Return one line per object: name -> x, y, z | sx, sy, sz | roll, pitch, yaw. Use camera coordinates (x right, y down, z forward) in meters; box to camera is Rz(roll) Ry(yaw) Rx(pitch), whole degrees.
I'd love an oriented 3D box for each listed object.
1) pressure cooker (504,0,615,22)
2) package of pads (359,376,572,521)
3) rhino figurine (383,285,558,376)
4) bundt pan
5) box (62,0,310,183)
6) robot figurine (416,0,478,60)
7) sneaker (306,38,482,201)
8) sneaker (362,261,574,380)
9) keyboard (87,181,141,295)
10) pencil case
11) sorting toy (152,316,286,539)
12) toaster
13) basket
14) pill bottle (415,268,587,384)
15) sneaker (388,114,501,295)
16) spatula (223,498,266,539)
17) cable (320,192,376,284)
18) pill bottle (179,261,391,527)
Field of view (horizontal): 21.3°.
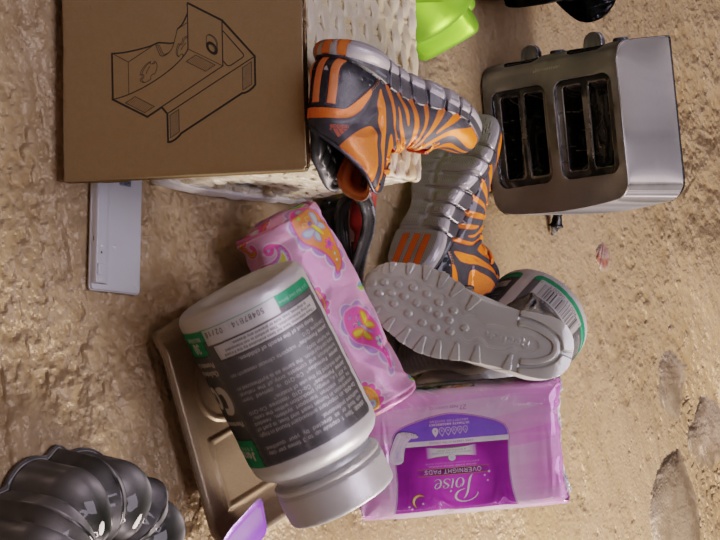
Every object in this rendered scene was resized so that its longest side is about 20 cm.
pressure cooker -> 0.212, -0.354, 1.988 | 0.176, 0.178, 0.200 | -36, 113, -50
package of pads -> 0.092, 0.163, 1.764 | 0.076, 0.199, 0.121 | -76, 161, -86
rhino figurine -> 0.089, 0.056, 1.799 | 0.060, 0.199, 0.088 | -94, -178, -83
bundt pan -> -0.206, 0.237, 1.497 | 0.202, 0.076, 0.202 | 6, 82, -51
box -> -0.140, -0.155, 1.530 | 0.021, 0.199, 0.164 | 23, 65, -78
robot figurine -> 0.035, -0.294, 1.811 | 0.200, 0.116, 0.176 | 51, 23, -33
sneaker -> 0.020, -0.105, 1.561 | 0.200, 0.077, 0.112 | 22, 75, -45
sneaker -> 0.094, 0.052, 1.731 | 0.081, 0.200, 0.077 | 76, 37, -86
keyboard -> -0.201, -0.081, 1.587 | 0.056, 0.011, 0.201 | 10, 79, -55
pencil case -> -0.030, 0.040, 1.678 | 0.087, 0.087, 0.200 | -37, 101, -46
sorting toy -> -0.096, 0.119, 1.681 | 0.185, 0.036, 0.200 | -28, 103, -49
toaster -> 0.232, -0.141, 1.994 | 0.119, 0.181, 0.201 | -5, 90, -48
basket -> -0.062, -0.168, 1.648 | 0.198, 0.161, 0.201 | 6, 80, -50
pill bottle -> 0.134, 0.093, 1.899 | 0.200, 0.113, 0.113 | -43, 119, -44
sneaker -> 0.100, -0.050, 1.902 | 0.112, 0.077, 0.200 | 46, 63, -43
spatula -> -0.080, 0.271, 1.655 | 0.057, 0.021, 0.200 | -46, 138, -25
cable -> 0.000, 0.000, 1.759 | 0.050, 0.097, 0.201 | -11, 94, -30
pill bottle -> -0.058, 0.103, 1.589 | 0.113, 0.113, 0.200 | -35, 101, -47
